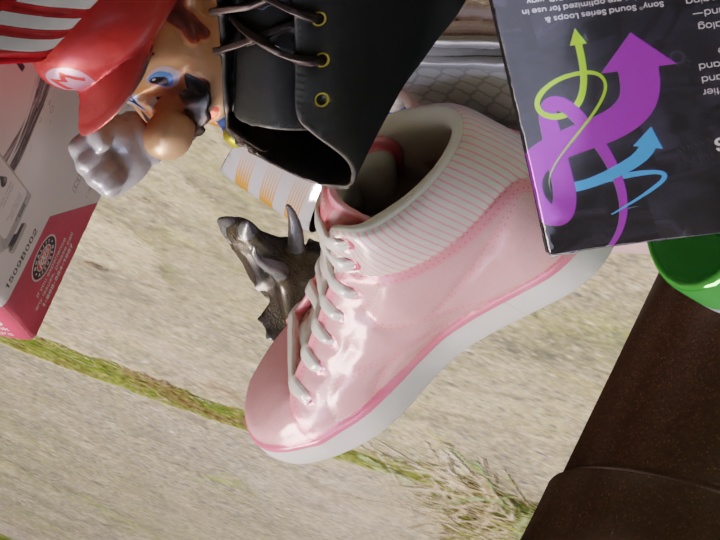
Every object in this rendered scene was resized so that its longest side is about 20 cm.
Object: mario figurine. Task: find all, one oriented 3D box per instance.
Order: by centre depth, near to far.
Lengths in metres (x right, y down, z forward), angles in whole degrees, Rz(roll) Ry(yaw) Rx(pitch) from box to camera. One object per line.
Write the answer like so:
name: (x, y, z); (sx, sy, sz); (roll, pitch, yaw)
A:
mario figurine: (-0.047, -0.064, 1.170); (0.200, 0.124, 0.106); (14, -159, -31)

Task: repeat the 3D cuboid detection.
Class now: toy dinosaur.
toy dinosaur: (0.015, 0.014, 1.267); (0.200, 0.077, 0.102); (3, 178, -31)

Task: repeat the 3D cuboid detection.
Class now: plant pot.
plant pot: (0.185, 0.081, 1.235); (0.200, 0.199, 0.200); (20, 163, 6)

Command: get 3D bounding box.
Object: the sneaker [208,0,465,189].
sneaker: (-0.025, -0.110, 0.893); (0.075, 0.106, 0.200); (11, 159, 35)

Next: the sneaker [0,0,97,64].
sneaker: (-0.167, -0.145, 1.031); (0.200, 0.116, 0.078); (36, 172, -35)

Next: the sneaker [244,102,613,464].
sneaker: (0.000, 0.000, 1.121); (0.105, 0.075, 0.200); (31, 129, -33)

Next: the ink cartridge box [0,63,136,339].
ink cartridge box: (-0.176, -0.075, 1.198); (0.083, 0.147, 0.200); (19, 164, 18)

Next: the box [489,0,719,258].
box: (0.107, -0.098, 0.815); (0.143, 0.036, 0.200); (-7, 126, 12)

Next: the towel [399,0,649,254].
towel: (0.121, -0.051, 1.116); (0.200, 0.032, 0.191); (2, 157, 20)

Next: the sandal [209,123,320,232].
sandal: (-0.005, -0.046, 1.326); (0.206, 0.059, 0.079); (19, 164, 10)

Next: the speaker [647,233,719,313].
speaker: (0.208, -0.010, 1.042); (0.200, 0.089, 0.088); (12, 171, -30)
